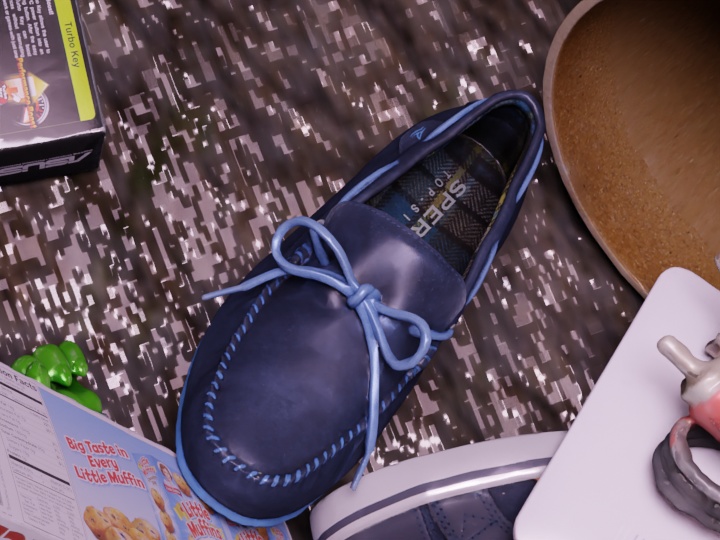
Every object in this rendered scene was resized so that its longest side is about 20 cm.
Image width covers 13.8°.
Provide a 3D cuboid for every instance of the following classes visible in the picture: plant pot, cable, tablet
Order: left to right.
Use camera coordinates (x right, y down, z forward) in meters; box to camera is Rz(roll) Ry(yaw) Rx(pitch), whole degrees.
[{"bbox_3d":[0.160,0.097,1.009,0.200,0.014,0.130,34,59,0],"label":"tablet"},{"bbox_3d":[0.176,0.080,0.984,0.200,0.050,0.097,43,56,7],"label":"cable"},{"bbox_3d":[0.196,-0.083,1.071,0.186,0.187,0.200,42,59,4],"label":"plant pot"}]

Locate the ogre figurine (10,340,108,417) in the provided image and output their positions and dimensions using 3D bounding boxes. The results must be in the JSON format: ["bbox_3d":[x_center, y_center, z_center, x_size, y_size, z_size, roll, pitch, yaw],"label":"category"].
[{"bbox_3d":[-0.120,0.120,0.979,0.120,0.098,0.200,43,27,-1],"label":"ogre figurine"}]

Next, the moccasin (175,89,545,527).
[{"bbox_3d":[0.000,0.000,1.025,0.080,0.068,0.200,35,51,-4],"label":"moccasin"}]

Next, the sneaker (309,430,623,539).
[{"bbox_3d":[0.085,0.099,1.034,0.199,0.078,0.080,-6,69,-13],"label":"sneaker"}]

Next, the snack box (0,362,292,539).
[{"bbox_3d":[-0.081,0.078,0.950,0.024,0.200,0.072,-38,50,17],"label":"snack box"}]

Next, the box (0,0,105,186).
[{"bbox_3d":[-0.204,-0.118,1.069,0.192,0.048,0.201,-11,75,-14],"label":"box"}]
